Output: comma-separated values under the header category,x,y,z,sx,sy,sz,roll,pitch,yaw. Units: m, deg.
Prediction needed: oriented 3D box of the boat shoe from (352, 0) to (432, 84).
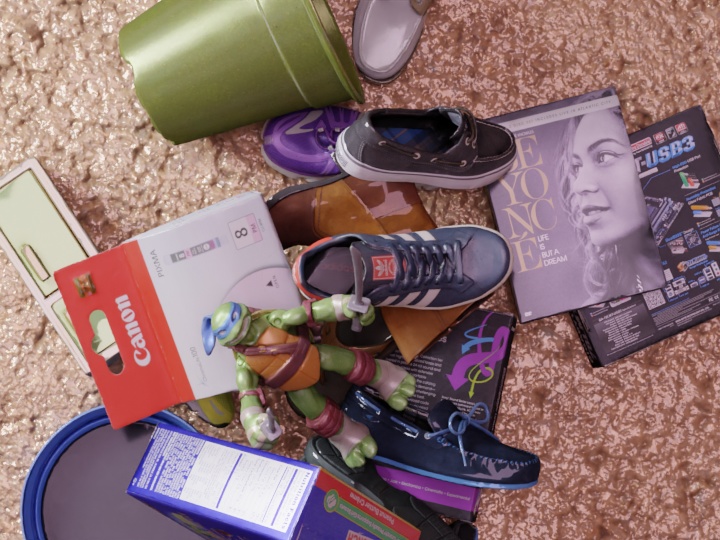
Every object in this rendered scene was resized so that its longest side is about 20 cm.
category,x,y,z,sx,sy,sz,roll,pitch,yaw
boat shoe,0.042,-0.284,1.607,0.074,0.068,0.202,18,84,-2

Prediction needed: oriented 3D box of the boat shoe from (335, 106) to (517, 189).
category,x,y,z,sx,sy,sz,roll,pitch,yaw
boat shoe,0.072,-0.122,1.497,0.198,0.066,0.070,1,59,-32

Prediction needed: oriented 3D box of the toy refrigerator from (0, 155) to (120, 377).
category,x,y,z,sx,sy,sz,roll,pitch,yaw
toy refrigerator,-0.284,-0.003,1.557,0.076,0.070,0.201,-33,88,-7

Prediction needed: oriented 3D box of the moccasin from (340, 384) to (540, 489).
category,x,y,z,sx,sy,sz,roll,pitch,yaw
moccasin,0.069,0.151,1.499,0.198,0.080,0.069,12,96,14

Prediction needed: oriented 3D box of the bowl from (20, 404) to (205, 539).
category,x,y,z,sx,sy,sz,roll,pitch,yaw
bowl,-0.221,0.228,1.554,0.198,0.039,0.203,0,84,-4

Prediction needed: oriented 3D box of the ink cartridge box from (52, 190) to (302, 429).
category,x,y,z,sx,sy,sz,roll,pitch,yaw
ink cartridge box,-0.155,0.039,1.482,0.199,0.057,0.164,-23,101,-16

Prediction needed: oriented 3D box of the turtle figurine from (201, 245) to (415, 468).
category,x,y,z,sx,sy,sz,roll,pitch,yaw
turtle figurine,-0.032,0.097,1.410,0.193,0.199,0.145,34,57,-37

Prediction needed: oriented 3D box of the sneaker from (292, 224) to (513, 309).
category,x,y,z,sx,sy,sz,roll,pitch,yaw
sneaker,0.035,-0.001,1.440,0.198,0.084,0.076,-8,83,10

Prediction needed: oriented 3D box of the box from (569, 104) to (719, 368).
category,x,y,z,sx,sy,sz,roll,pitch,yaw
box,0.282,-0.033,1.609,0.198,0.050,0.200,-24,85,-5

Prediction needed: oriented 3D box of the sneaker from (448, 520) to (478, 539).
category,x,y,z,sx,sy,sz,roll,pitch,yaw
sneaker,0.019,0.279,1.548,0.198,0.071,0.083,-19,96,-3

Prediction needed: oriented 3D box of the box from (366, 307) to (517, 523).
category,x,y,z,sx,sy,sz,roll,pitch,yaw
box,0.062,0.127,1.567,0.142,0.036,0.202,11,85,16

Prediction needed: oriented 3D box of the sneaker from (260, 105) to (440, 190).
category,x,y,z,sx,sy,sz,roll,pitch,yaw
sneaker,0.003,-0.127,1.582,0.198,0.083,0.082,4,84,-3

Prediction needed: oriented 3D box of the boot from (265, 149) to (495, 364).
category,x,y,z,sx,sy,sz,roll,pitch,yaw
boot,0.000,0.000,1.525,0.188,0.068,0.201,-35,78,5

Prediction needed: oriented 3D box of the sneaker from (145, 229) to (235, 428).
category,x,y,z,sx,sy,sz,roll,pitch,yaw
sneaker,-0.143,0.048,1.551,0.089,0.078,0.202,-16,86,6

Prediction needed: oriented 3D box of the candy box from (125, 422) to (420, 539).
category,x,y,z,sx,sy,sz,roll,pitch,yaw
candy box,-0.076,0.213,1.434,0.199,0.169,0.078,11,70,39

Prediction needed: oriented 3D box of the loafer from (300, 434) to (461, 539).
category,x,y,z,sx,sy,sz,roll,pitch,yaw
loafer,0.019,0.235,1.519,0.200,0.072,0.063,40,116,21

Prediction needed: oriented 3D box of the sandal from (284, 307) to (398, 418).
category,x,y,z,sx,sy,sz,roll,pitch,yaw
sandal,0.004,0.062,1.545,0.199,0.055,0.082,-35,69,12

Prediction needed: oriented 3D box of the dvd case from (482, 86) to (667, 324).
category,x,y,z,sx,sy,sz,roll,pitch,yaw
dvd case,0.200,-0.064,1.577,0.147,0.016,0.202,-14,84,-3

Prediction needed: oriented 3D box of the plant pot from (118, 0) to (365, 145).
category,x,y,z,sx,sy,sz,roll,pitch,yaw
plant pot,-0.120,-0.210,1.544,0.189,0.200,0.202,-25,86,7
